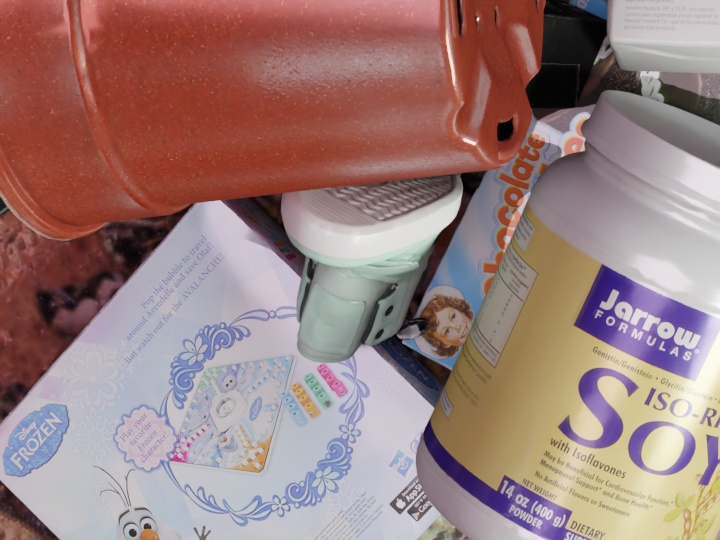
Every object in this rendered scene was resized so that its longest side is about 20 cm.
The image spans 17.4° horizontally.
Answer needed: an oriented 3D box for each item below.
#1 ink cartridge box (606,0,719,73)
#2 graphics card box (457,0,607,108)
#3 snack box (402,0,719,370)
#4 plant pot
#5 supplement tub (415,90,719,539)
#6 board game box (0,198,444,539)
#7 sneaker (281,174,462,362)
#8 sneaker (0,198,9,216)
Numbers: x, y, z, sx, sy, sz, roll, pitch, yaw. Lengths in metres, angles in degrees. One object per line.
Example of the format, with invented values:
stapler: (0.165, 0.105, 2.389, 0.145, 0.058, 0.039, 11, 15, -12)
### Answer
ink cartridge box: (0.179, -0.195, 1.083, 0.116, 0.067, 0.201, 3, 84, 13)
graphics card box: (0.005, -0.135, 1.100, 0.200, 0.125, 0.051, 28, 104, 21)
snack box: (0.115, -0.026, 1.156, 0.116, 0.037, 0.200, 28, 105, 9)
plant pot: (-0.035, -0.114, 0.956, 0.195, 0.201, 0.201, -1, 99, 18)
supplement tub: (0.125, 0.034, 1.069, 0.145, 0.145, 0.200, 25, 105, 8)
board game box: (-0.065, 0.093, 1.217, 0.199, 0.043, 0.200, 44, 106, 3)
sneaker: (0.000, 0.000, 1.087, 0.074, 0.200, 0.118, 21, 106, 9)
sneaker: (-0.184, -0.081, 1.178, 0.078, 0.077, 0.200, 33, 130, -6)
